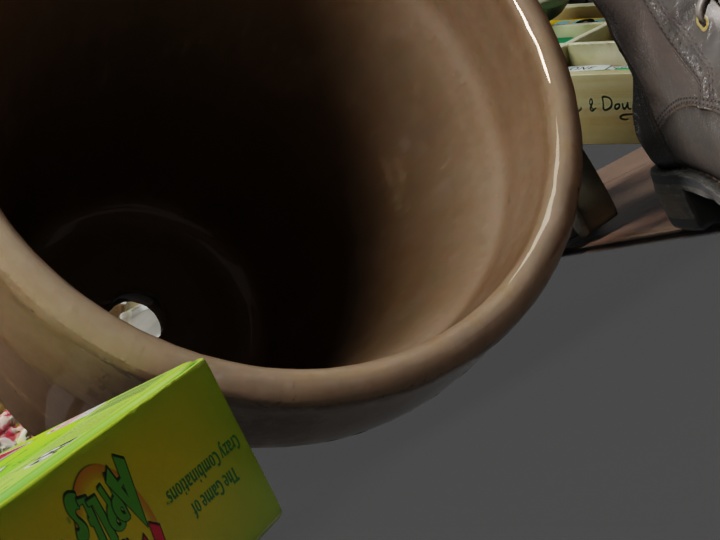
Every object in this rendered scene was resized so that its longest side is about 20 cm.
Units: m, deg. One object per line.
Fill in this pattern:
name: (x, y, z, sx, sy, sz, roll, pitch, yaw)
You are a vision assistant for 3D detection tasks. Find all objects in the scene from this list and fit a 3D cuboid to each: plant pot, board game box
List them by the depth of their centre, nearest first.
board game box: (-0.097, 0.082, 0.448, 0.101, 0.048, 0.200, -26, 3, 18)
plant pot: (-0.052, -0.015, 0.657, 0.200, 0.200, 0.175, -29, -15, -31)

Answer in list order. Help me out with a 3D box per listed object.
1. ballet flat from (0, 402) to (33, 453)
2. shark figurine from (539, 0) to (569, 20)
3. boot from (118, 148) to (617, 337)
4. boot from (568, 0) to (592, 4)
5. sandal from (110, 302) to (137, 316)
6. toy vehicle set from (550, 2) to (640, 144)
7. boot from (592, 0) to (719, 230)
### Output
ballet flat: (-0.190, 0.094, 0.819, 0.200, 0.064, 0.076, -31, 6, -42)
shark figurine: (0.068, -0.146, 0.825, 0.214, 0.090, 0.128, -23, -11, 2)
boot: (-0.001, -0.002, 0.866, 0.200, 0.073, 0.182, -32, 3, 2)
boot: (0.078, -0.121, 0.990, 0.200, 0.070, 0.132, 14, 6, -34)
sandal: (-0.077, 0.024, 0.983, 0.070, 0.078, 0.212, 9, -25, -19)
toy vehicle set: (0.114, -0.078, 0.793, 0.200, 0.027, 0.124, 2, 21, 36)
boot: (0.097, -0.102, 0.628, 0.069, 0.174, 0.200, -28, 4, -17)
